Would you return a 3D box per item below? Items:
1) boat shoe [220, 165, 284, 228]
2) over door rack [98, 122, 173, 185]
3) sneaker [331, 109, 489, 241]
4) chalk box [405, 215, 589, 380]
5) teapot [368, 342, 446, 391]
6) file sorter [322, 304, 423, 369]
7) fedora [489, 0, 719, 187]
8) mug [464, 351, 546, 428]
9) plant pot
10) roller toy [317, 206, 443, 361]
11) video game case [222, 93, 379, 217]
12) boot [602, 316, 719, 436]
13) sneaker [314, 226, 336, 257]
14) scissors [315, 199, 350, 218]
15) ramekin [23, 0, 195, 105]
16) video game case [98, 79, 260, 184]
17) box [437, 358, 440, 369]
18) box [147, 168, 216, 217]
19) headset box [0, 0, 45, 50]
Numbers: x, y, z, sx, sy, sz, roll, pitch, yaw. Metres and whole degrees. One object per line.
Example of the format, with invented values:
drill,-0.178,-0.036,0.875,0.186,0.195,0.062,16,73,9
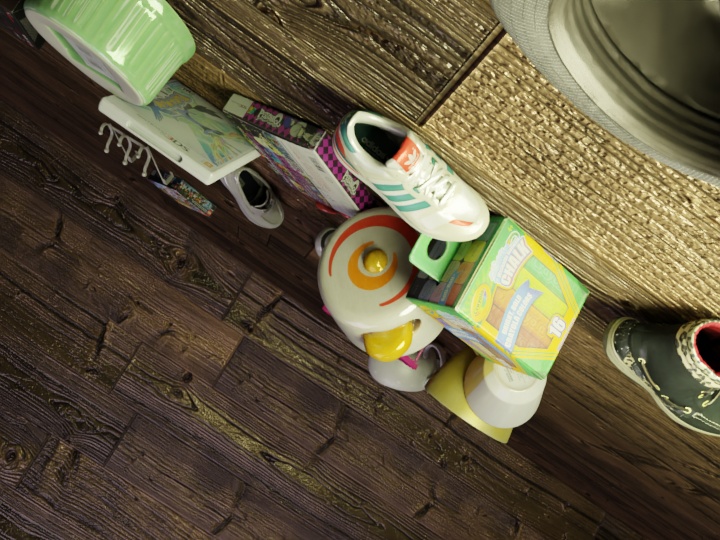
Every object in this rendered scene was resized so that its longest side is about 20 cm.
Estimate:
boat shoe,-0.198,-0.136,1.393,0.065,0.074,0.200,30,171,38
over door rack,-0.599,-0.298,1.935,0.146,0.067,0.200,32,170,14
sneaker,0.055,-0.098,0.759,0.198,0.071,0.093,37,176,-3
chalk box,0.146,0.016,0.859,0.198,0.126,0.123,36,170,-23
teapot,0.117,0.212,1.884,0.194,0.150,0.198,11,-164,1
file sorter,0.048,0.093,1.550,0.198,0.127,0.139,26,170,39
fedora,0.158,-0.111,0.298,0.197,0.092,0.176,30,174,-22
mug,0.253,0.187,1.317,0.183,0.152,0.154,24,161,10
plant pot,0.246,0.228,1.469,0.197,0.144,0.200,32,-179,-1
roller toy,0.034,0.016,1.017,0.180,0.202,0.140,28,165,29
video game case,-0.080,-0.154,1.027,0.179,0.036,0.200,28,169,32
boot,0.373,0.118,0.773,0.201,0.074,0.154,35,168,-7
sneaker,0.000,0.000,1.400,0.114,0.076,0.200,27,165,45
scissors,-0.073,-0.126,1.191,0.072,0.014,0.199,6,-160,-35
ramekin,-0.311,-0.297,0.896,0.197,0.099,0.200,32,170,6
video game case,-0.243,-0.203,1.034,0.180,0.022,0.200,34,-154,1
box,0.315,0.331,2.082,0.192,0.048,0.199,39,170,-15
box,-0.519,-0.225,2.110,0.198,0.038,0.136,23,165,48
headset box,-0.566,-0.442,1.090,0.197,0.078,0.149,33,171,-7
